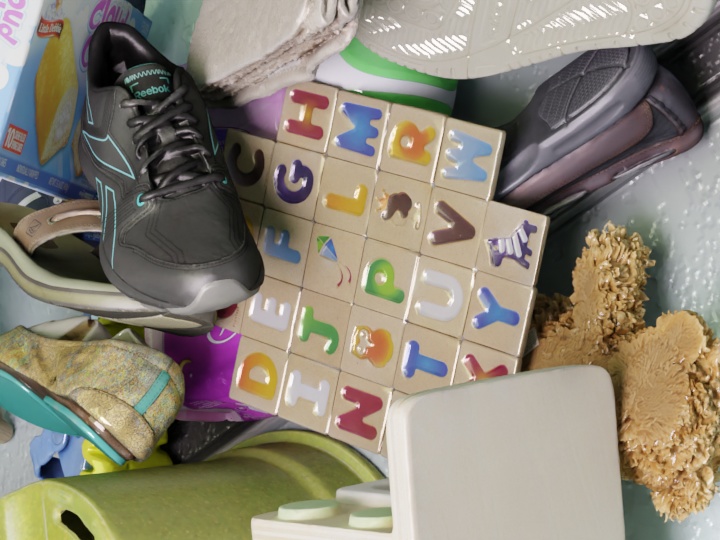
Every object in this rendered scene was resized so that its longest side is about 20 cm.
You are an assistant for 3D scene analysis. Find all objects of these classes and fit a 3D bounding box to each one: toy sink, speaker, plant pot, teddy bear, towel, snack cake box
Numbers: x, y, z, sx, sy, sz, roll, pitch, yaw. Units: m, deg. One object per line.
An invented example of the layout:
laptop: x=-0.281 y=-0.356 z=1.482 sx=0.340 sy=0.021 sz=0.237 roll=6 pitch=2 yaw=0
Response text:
toy sink: x=0.035 y=0.146 z=0.884 sx=0.111 sy=0.130 sz=0.202 roll=-2 pitch=94 yaw=48
speaker: x=0.013 y=-0.168 z=1.042 sx=0.088 sy=0.088 sz=0.202 roll=-2 pitch=82 yaw=40
plant pot: x=-0.097 y=0.176 z=1.021 sx=0.199 sy=0.183 sz=0.203 roll=-7 pitch=79 yaw=39
teddy bear: x=0.104 y=0.055 z=0.956 sx=0.199 sy=0.066 sz=0.146 roll=-17 pitch=63 yaw=44
towel: x=-0.034 y=-0.156 z=0.984 sx=0.200 sy=0.034 sz=0.134 roll=-9 pitch=67 yaw=67
snack cake box: x=-0.176 y=-0.105 z=1.055 sx=0.067 sy=0.200 sz=0.116 roll=19 pitch=89 yaw=8

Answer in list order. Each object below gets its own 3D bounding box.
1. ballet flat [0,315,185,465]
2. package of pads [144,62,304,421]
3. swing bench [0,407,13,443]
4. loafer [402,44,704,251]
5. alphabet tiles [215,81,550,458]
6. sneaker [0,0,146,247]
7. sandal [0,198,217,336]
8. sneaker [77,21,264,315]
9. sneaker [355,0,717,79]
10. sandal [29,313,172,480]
ballet flat: x=-0.146 y=0.055 z=1.058 sx=0.200 sy=0.070 sz=0.071 roll=11 pitch=90 yaw=61
package of pads: x=-0.061 y=-0.022 z=1.093 sx=0.120 sy=0.075 sz=0.202 roll=-13 pitch=75 yaw=38
swing bench: x=-0.297 y=-0.004 z=1.192 sx=0.128 sy=0.200 sz=0.201 roll=-13 pitch=71 yaw=-5
loafer: x=0.079 y=-0.039 z=0.986 sx=0.199 sy=0.063 sz=0.072 roll=-34 pitch=29 yaw=35
alphabet tiles: x=0.000 y=0.000 z=0.984 sx=0.199 sy=0.006 sz=0.168 roll=17 pitch=101 yaw=35
sneaker: x=-0.159 y=-0.077 z=1.188 sx=0.109 sy=0.070 sz=0.201 roll=48 pitch=121 yaw=40
sandal: x=-0.147 y=-0.013 z=1.061 sx=0.200 sy=0.079 sz=0.058 roll=27 pitch=99 yaw=47
sneaker: x=-0.103 y=-0.051 z=0.994 sx=0.200 sy=0.075 sz=0.080 roll=-126 pitch=28 yaw=-50
sneaker: x=0.090 y=-0.153 z=0.962 sx=0.198 sy=0.111 sz=0.077 roll=-3 pitch=123 yaw=33
sandal: x=-0.145 y=0.057 z=1.154 sx=0.087 sy=0.079 sz=0.202 roll=12 pitch=90 yaw=44
